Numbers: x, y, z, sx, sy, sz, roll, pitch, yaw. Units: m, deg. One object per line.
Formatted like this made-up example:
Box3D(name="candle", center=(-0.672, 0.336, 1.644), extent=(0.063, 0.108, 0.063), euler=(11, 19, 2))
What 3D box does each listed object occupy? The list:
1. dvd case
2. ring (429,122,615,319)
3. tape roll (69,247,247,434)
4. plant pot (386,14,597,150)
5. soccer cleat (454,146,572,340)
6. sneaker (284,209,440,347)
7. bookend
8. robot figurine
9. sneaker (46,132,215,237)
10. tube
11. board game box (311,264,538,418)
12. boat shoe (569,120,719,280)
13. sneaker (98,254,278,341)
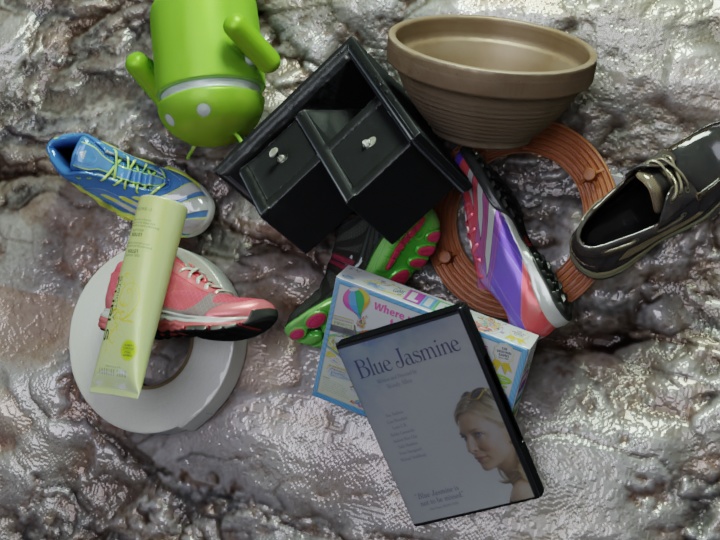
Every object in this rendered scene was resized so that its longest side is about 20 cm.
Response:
Box3D(name="dvd case", center=(0.075, 0.139, 1.378), extent=(0.142, 0.018, 0.202), euler=(-18, 102, 29))
Box3D(name="ring", center=(0.155, -0.053, 1.434), extent=(0.198, 0.019, 0.203), euler=(-3, 82, 20))
Box3D(name="tape roll", center=(-0.216, 0.074, 1.546), extent=(0.201, 0.037, 0.205), euler=(-3, 80, 20))
Box3D(name="plant pot", center=(0.122, -0.175, 1.391), extent=(0.199, 0.201, 0.094), euler=(15, 115, 22))
Box3D(name="soccer cleat", center=(0.129, -0.024, 1.396), extent=(0.073, 0.068, 0.201), euler=(-32, 75, 18))
Box3D(name="sneaker", center=(0.000, 0.000, 1.466), extent=(0.200, 0.077, 0.084), euler=(-45, 40, 13))
Box3D(name="bookend", center=(-0.023, -0.092, 1.421), extent=(0.200, 0.092, 0.199), euler=(-42, 39, 11))
Box3D(name="robot figurine", center=(-0.160, -0.221, 1.525), extent=(0.174, 0.115, 0.202), euler=(-12, 79, 36))
Box3D(name="sneaker", center=(-0.254, -0.092, 1.547), extent=(0.198, 0.105, 0.076), euler=(21, 90, 23))
Box3D(name="tube", center=(-0.219, 0.027, 1.442), extent=(0.051, 0.058, 0.202), euler=(14, 79, -5))
Box3D(name="board game box", center=(0.059, 0.092, 1.397), extent=(0.198, 0.034, 0.136), euler=(21, 117, 15))
Box3D(name="boat shoe", center=(0.279, -0.067, 1.352), extent=(0.200, 0.073, 0.075), euler=(-42, 73, 1))
Box3D(name="sneaker", center=(-0.178, 0.024, 1.480), extent=(0.198, 0.074, 0.088), euler=(0, 80, 20))
